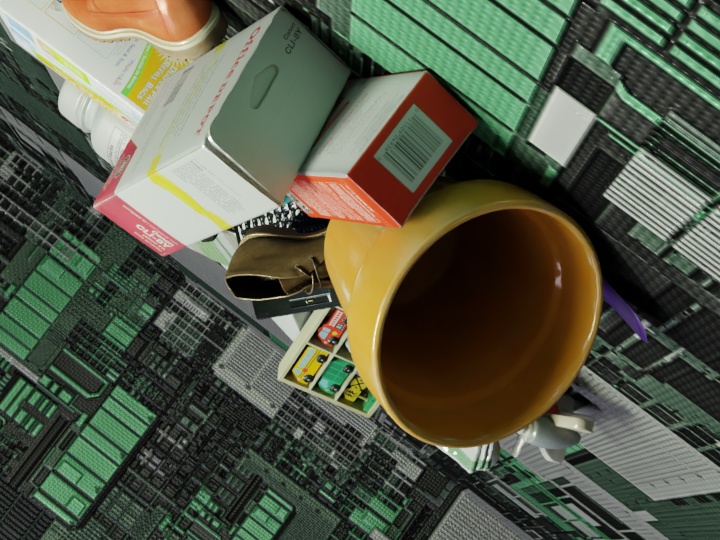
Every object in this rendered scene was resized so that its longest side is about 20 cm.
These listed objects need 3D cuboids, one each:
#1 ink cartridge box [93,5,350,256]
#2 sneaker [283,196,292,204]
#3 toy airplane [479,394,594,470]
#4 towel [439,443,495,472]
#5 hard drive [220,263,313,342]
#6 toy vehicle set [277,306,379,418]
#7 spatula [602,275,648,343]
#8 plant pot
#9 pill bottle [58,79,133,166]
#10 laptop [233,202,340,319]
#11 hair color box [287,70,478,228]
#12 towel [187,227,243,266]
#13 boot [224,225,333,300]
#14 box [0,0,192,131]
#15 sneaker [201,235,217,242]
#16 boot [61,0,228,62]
[{"bbox_3d":[-0.115,-0.108,1.144,0.083,0.146,0.199,38,151,-22],"label":"ink cartridge box"},{"bbox_3d":[-0.091,-0.089,1.256,0.199,0.080,0.078,-19,117,39],"label":"sneaker"},{"bbox_3d":[0.161,0.164,1.564,0.197,0.142,0.201,25,160,15],"label":"toy airplane"},{"bbox_3d":[0.090,0.096,1.461,0.148,0.031,0.202,30,127,34],"label":"towel"},{"bbox_3d":[-0.119,0.010,1.662,0.200,0.026,0.132,44,165,30],"label":"hard drive"},{"bbox_3d":[0.004,0.073,1.578,0.123,0.201,0.027,23,-144,-16],"label":"toy vehicle set"},{"bbox_3d":[0.158,-0.007,1.159,0.199,0.021,0.057,34,171,23],"label":"spatula"},{"bbox_3d":[0.061,0.008,1.115,0.200,0.200,0.183,44,179,-35],"label":"plant pot"},{"bbox_3d":[-0.247,-0.163,1.623,0.199,0.115,0.114,35,170,13],"label":"pill bottle"},{"bbox_3d":[-0.081,-0.050,1.346,0.175,0.103,0.203,-10,96,34],"label":"laptop"},{"bbox_3d":[0.002,-0.094,1.088,0.061,0.102,0.200,41,171,-20],"label":"hair color box"},{"bbox_3d":[-0.145,-0.037,1.523,0.198,0.031,0.149,23,165,20],"label":"towel"},{"bbox_3d":[-0.035,0.000,1.306,0.198,0.076,0.074,-2,122,26],"label":"boot"},{"bbox_3d":[-0.240,-0.222,1.364,0.199,0.102,0.113,37,170,7],"label":"box"},{"bbox_3d":[-0.173,-0.131,1.435,0.076,0.087,0.202,92,153,-78],"label":"sneaker"},{"bbox_3d":[-0.210,-0.254,1.228,0.198,0.075,0.107,18,157,40],"label":"boot"}]
